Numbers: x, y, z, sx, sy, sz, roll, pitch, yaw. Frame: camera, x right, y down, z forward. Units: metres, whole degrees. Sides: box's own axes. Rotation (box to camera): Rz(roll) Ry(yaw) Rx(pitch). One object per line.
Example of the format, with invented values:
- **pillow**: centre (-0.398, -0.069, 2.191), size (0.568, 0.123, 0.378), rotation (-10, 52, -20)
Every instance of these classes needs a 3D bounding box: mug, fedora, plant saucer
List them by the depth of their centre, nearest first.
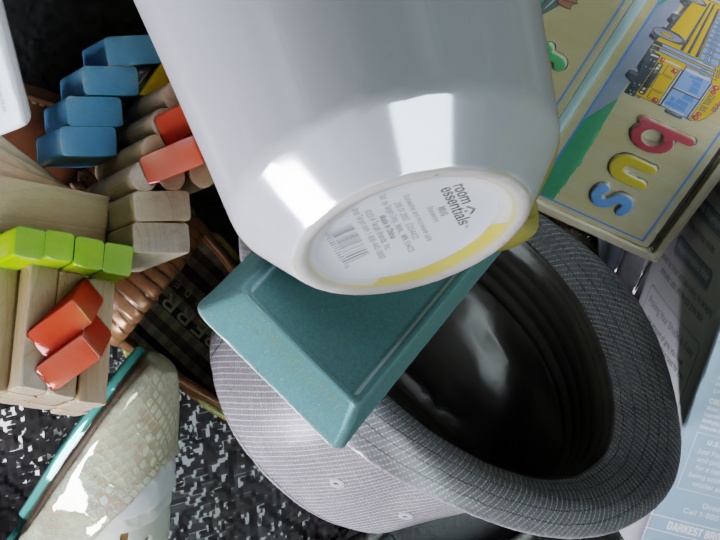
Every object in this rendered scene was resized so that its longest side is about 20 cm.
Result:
- **mug**: centre (0.014, -0.077, 0.955), size (0.186, 0.154, 0.149), rotation (4, 148, -34)
- **plant saucer**: centre (0.010, -0.009, 1.013), size (0.070, 0.200, 0.019), rotation (44, 125, -2)
- **fedora**: centre (0.020, 0.042, 1.070), size (0.200, 0.177, 0.090), rotation (18, 134, -34)

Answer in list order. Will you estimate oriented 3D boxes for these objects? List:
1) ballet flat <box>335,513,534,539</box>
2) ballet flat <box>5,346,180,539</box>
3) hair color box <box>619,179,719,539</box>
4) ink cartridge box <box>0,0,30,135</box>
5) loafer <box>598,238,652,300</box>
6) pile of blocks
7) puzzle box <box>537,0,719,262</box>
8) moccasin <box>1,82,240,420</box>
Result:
- **ballet flat**: centre (0.061, 0.098, 1.202), size (0.200, 0.057, 0.066), rotation (-42, 104, 4)
- **ballet flat**: centre (-0.108, 0.109, 1.087), size (0.062, 0.067, 0.200), rotation (38, 126, 1)
- **hair color box**: centre (0.158, 0.015, 1.127), size (0.060, 0.099, 0.201), rotation (14, 106, -14)
- **ink cartridge box**: centre (-0.232, -0.104, 0.976), size (0.199, 0.050, 0.163), rotation (-14, 101, -5)
- **loafer**: centre (0.137, 0.031, 1.234), size (0.073, 0.072, 0.201), rotation (-6, 112, -29)
- **pile of blocks**: centre (-0.090, -0.037, 1.016), size (0.082, 0.062, 0.200), rotation (35, 66, -19)
- **puzzle box**: centre (0.100, -0.092, 1.064), size (0.133, 0.025, 0.200), rotation (23, 139, -6)
- **moccasin**: centre (-0.092, -0.001, 1.086), size (0.074, 0.078, 0.201), rotation (-45, 124, -8)
